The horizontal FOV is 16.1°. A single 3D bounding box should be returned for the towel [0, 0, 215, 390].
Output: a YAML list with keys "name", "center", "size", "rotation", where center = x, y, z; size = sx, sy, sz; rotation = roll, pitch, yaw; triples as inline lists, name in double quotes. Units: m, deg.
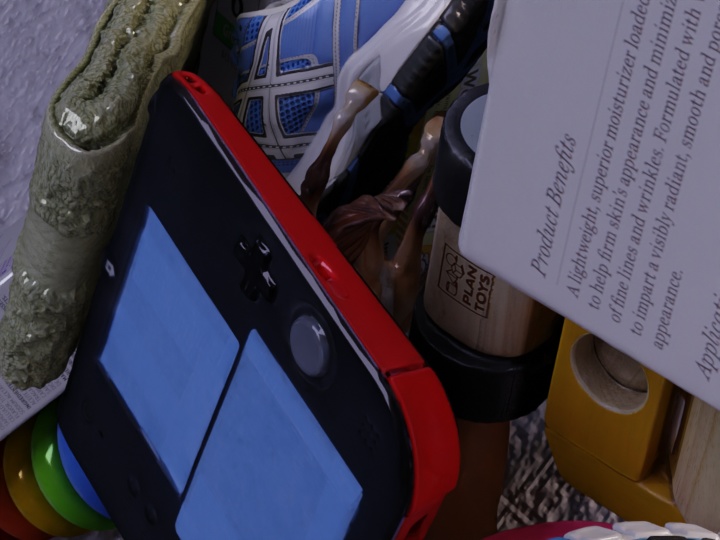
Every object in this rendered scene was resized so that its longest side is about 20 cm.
- name: "towel"
  center: [-0.096, -0.059, 1.003]
  size: [0.200, 0.036, 0.148]
  rotation: [-72, 3, -49]

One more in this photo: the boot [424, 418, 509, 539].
- name: "boot"
  center: [0.055, 0.137, 0.917]
  size: [0.155, 0.074, 0.200]
  rotation: [13, 85, 45]

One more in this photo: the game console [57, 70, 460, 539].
- name: "game console"
  center: [-0.045, 0.055, 0.892]
  size: [0.177, 0.031, 0.200]
  rotation: [51, 141, 25]

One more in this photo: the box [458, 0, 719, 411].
- name: "box"
  center: [0.146, -0.091, 0.759]
  size: [0.131, 0.199, 0.200]
  rotation: [32, 49, 22]

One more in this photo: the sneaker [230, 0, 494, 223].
- name: "sneaker"
  center: [-0.020, -0.067, 1.023]
  size: [0.077, 0.076, 0.200]
  rotation: [45, 119, 11]

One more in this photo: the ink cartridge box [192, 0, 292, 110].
- name: "ink cartridge box"
  center: [-0.042, -0.140, 1.074]
  size: [0.109, 0.050, 0.200]
  rotation: [46, 135, 47]

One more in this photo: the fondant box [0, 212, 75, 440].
- name: "fondant box"
  center: [-0.188, 0.049, 1.131]
  size: [0.200, 0.058, 0.144]
  rotation: [-36, 12, 9]

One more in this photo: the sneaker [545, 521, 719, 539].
- name: "sneaker"
  center: [0.060, 0.132, 0.806]
  size: [0.075, 0.200, 0.087]
  rotation: [-121, 30, -70]

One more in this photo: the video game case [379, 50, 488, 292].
- name: "video game case"
  center: [0.000, -0.072, 1.124]
  size: [0.182, 0.023, 0.200]
  rotation: [-4, 63, 41]

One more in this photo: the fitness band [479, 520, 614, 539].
- name: "fitness band"
  center: [0.094, 0.163, 0.834]
  size: [0.200, 0.037, 0.144]
  rotation: [24, 65, 25]

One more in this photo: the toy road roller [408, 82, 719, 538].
- name: "toy road roller"
  center: [0.120, 0.000, 0.897]
  size: [0.200, 0.123, 0.146]
  rotation: [34, 49, 25]

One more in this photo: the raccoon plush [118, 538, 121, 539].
- name: "raccoon plush"
  center: [-0.097, 0.121, 1.045]
  size: [0.200, 0.097, 0.134]
  rotation: [30, 87, 48]

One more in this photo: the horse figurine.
- name: "horse figurine"
  center: [0.000, 0.000, 0.947]
  size: [0.050, 0.200, 0.133]
  rotation: [26, 95, 12]

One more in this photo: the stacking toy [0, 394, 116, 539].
- name: "stacking toy"
  center: [-0.121, 0.081, 1.106]
  size: [0.200, 0.085, 0.085]
  rotation: [-21, 53, 37]
